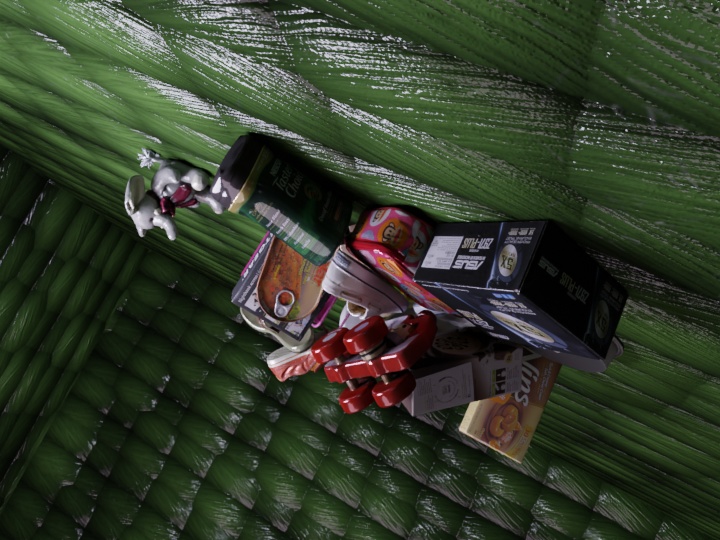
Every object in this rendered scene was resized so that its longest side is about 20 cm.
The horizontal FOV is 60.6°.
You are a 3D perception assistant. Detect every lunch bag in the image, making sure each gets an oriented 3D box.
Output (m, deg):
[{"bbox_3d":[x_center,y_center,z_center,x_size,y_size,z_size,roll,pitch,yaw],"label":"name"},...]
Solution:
[{"bbox_3d":[0.075,-0.013,0.898,0.198,0.083,0.175,35,171,-24],"label":"lunch bag"}]

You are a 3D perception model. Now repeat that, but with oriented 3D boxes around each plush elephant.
[{"bbox_3d":[-0.395,-0.138,1.238,0.196,0.158,0.165,26,168,4],"label":"plush elephant"}]

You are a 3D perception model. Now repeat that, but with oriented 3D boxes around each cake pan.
[{"bbox_3d":[0.298,0.100,0.943,0.196,0.037,0.201,27,168,6],"label":"cake pan"}]

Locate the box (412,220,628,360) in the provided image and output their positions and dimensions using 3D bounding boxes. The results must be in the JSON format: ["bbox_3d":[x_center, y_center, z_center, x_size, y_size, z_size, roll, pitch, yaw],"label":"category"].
[{"bbox_3d":[0.186,0.020,0.748,0.162,0.088,0.198,34,167,-27],"label":"box"}]

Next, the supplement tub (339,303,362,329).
[{"bbox_3d":[0.021,0.133,1.439,0.142,0.148,0.200,26,168,5],"label":"supplement tub"}]

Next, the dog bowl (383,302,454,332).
[{"bbox_3d":[0.119,0.151,1.157,0.196,0.200,0.075,24,130,17],"label":"dog bowl"}]

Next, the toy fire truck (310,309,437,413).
[{"bbox_3d":[0.034,0.113,0.921,0.198,0.167,0.114,-23,102,48],"label":"toy fire truck"}]

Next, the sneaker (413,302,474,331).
[{"bbox_3d":[0.152,0.067,1.013,0.072,0.072,0.199,56,161,-10],"label":"sneaker"}]

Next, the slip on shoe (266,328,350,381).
[{"bbox_3d":[-0.090,0.168,1.233,0.074,0.195,0.063,-91,-21,-72],"label":"slip on shoe"}]

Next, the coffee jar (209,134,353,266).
[{"bbox_3d":[-0.111,-0.100,0.877,0.197,0.106,0.085,31,137,-17],"label":"coffee jar"}]

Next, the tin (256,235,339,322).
[{"bbox_3d":[-0.104,-0.012,1.027,0.109,0.205,0.042,20,-165,-11],"label":"tin"}]

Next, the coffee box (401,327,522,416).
[{"bbox_3d":[0.150,0.156,1.003,0.194,0.082,0.113,-9,-161,-17],"label":"coffee box"}]

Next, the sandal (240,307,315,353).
[{"bbox_3d":[-0.168,0.094,1.237,0.198,0.080,0.058,25,158,36],"label":"sandal"}]

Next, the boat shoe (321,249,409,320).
[{"bbox_3d":[0.008,0.037,0.928,0.070,0.071,0.199,37,-177,33],"label":"boat shoe"}]

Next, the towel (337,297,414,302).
[{"bbox_3d":[0.036,0.048,1.153,0.195,0.019,0.085,4,-171,-32],"label":"towel"}]

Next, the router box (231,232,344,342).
[{"bbox_3d":[-0.114,0.002,1.079,0.147,0.202,0.051,32,-169,-20],"label":"router box"}]

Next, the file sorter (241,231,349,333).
[{"bbox_3d":[-0.105,0.017,1.198,0.198,0.141,0.125,34,-178,-26],"label":"file sorter"}]

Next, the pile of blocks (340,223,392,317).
[{"bbox_3d":[0.000,0.000,1.031,0.083,0.060,0.203,-101,-6,-51],"label":"pile of blocks"}]

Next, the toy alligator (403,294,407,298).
[{"bbox_3d":[0.072,0.015,1.085,0.053,0.061,0.200,-15,-179,-8],"label":"toy alligator"}]

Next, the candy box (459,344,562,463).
[{"bbox_3d":[0.270,0.220,1.098,0.113,0.204,0.055,27,170,-1],"label":"candy box"}]
